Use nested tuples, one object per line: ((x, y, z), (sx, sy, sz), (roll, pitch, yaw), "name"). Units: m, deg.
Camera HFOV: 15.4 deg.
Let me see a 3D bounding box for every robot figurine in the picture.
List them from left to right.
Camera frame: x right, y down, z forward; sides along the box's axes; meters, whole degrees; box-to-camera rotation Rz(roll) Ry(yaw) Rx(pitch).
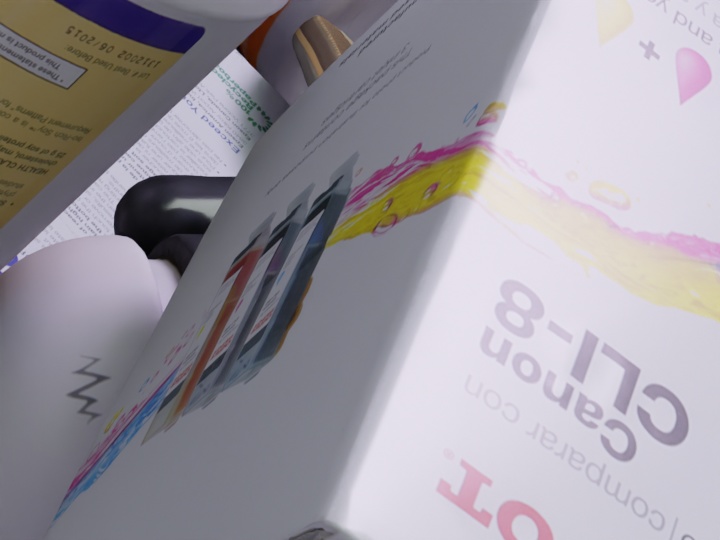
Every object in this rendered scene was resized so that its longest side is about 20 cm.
((-0.011, 0.054, 0.669), (0.200, 0.125, 0.150), (3, 18, -18), "robot figurine")

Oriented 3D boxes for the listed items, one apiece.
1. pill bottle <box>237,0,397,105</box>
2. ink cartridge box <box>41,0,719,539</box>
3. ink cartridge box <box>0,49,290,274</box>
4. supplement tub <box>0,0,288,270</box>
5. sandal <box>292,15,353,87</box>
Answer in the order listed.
((-0.038, -0.168, 0.958), (0.200, 0.114, 0.114), (55, 30, 14), "pill bottle")
((0.038, 0.046, 0.504), (0.145, 0.145, 0.200), (37, 46, -14), "ink cartridge box")
((-0.126, -0.072, 0.794), (0.196, 0.043, 0.200), (46, 29, -4), "ink cartridge box")
((-0.122, -0.061, 0.609), (0.145, 0.200, 0.145), (39, 26, -23), "supplement tub")
((0.000, 0.000, 0.826), (0.080, 0.054, 0.200), (49, 22, -51), "sandal")
